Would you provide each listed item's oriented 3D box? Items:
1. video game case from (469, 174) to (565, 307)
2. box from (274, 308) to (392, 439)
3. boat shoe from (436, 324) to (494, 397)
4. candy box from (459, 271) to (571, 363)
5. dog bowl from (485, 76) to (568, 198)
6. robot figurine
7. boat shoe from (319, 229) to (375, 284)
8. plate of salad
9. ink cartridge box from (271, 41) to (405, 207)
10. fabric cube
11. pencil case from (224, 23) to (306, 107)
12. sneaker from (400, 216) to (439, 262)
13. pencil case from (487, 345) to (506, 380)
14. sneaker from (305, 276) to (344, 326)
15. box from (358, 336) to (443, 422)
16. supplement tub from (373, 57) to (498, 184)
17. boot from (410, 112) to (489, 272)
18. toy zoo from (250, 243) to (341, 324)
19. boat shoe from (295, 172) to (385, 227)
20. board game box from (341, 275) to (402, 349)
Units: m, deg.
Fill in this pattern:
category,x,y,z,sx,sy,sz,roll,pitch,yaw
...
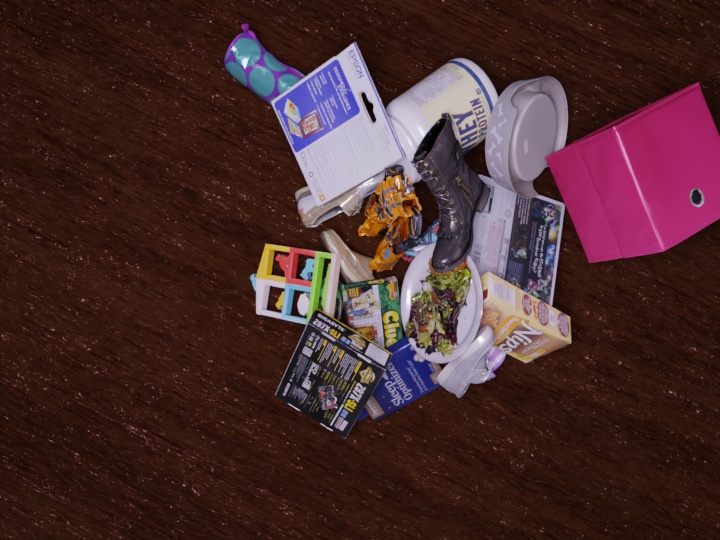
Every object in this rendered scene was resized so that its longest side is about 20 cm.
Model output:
category,x,y,z,sx,sy,sz,roll,pitch,yaw
video game case,0.270,-0.050,1.199,0.176,0.023,0.206,16,73,-10
box,-0.052,0.188,1.206,0.156,0.050,0.203,28,126,2
boat shoe,0.192,0.165,1.163,0.068,0.072,0.202,40,141,10
candy box,0.257,0.086,1.171,0.196,0.115,0.057,27,54,-22
dog bowl,0.284,-0.231,1.161,0.058,0.197,0.207,19,97,40
robot figurine,0.051,-0.085,1.167,0.056,0.201,0.149,-11,67,-19
boat shoe,0.000,0.000,1.261,0.075,0.072,0.203,-35,102,-6
plate of salad,0.127,0.053,1.140,0.047,0.198,0.207,4,98,-39
ink cartridge box,-0.034,-0.240,1.136,0.196,0.047,0.202,-23,92,31
fabric cube,0.465,-0.154,1.114,0.192,0.199,0.204,-25,93,-17
pencil case,-0.152,-0.348,1.225,0.197,0.085,0.093,35,120,0
sneaker,0.159,-0.069,1.243,0.193,0.079,0.099,-10,83,-2
pencil case,0.187,0.105,1.247,0.085,0.084,0.202,-36,90,30
sneaker,-0.076,0.114,1.261,0.075,0.085,0.207,8,96,3
box,0.054,0.206,1.263,0.196,0.033,0.123,-30,117,8
supplement tub,0.128,-0.252,1.159,0.198,0.145,0.147,-36,92,-14
boot,0.127,-0.122,1.076,0.068,0.174,0.204,4,60,42
toy zoo,-0.128,0.025,1.245,0.195,0.020,0.136,9,91,32
boat shoe,-0.023,-0.135,1.237,0.194,0.075,0.071,-17,77,16
board game box,0.026,0.111,1.239,0.101,0.024,0.205,-10,119,-5
